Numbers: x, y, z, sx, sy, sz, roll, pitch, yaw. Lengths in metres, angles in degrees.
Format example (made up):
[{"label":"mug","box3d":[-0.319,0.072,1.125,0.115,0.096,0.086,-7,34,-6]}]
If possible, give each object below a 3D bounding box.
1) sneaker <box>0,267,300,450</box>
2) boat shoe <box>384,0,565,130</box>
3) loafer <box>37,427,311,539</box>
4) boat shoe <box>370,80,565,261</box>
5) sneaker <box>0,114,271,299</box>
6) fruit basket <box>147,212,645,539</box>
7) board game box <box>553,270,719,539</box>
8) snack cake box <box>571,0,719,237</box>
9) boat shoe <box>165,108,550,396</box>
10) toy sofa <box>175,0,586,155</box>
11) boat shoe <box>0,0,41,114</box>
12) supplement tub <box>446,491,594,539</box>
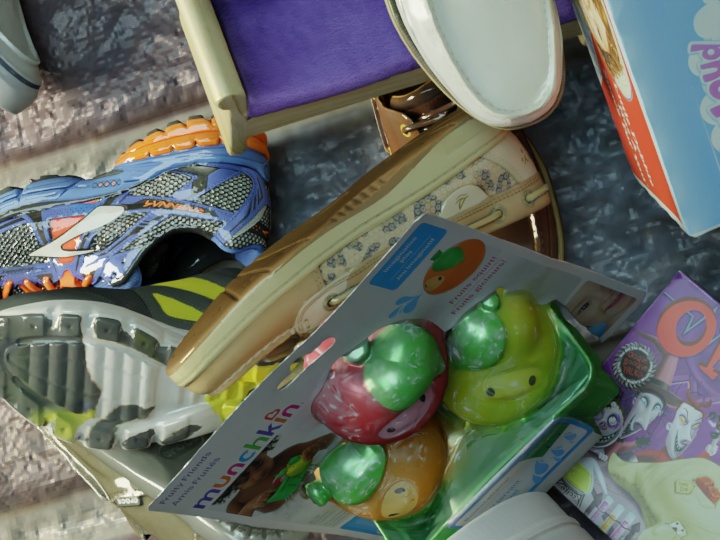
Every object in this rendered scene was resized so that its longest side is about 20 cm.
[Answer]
[{"label":"sneaker","box3d":[-0.089,0.039,1.298,0.199,0.085,0.075,8,119,-14]},{"label":"boat shoe","box3d":[0.041,-0.157,1.178,0.074,0.068,0.201,-22,95,-8]},{"label":"loafer","box3d":[-0.105,0.100,1.322,0.200,0.075,0.070,39,136,35]},{"label":"boat shoe","box3d":[0.039,-0.073,1.310,0.072,0.068,0.201,-25,73,13]},{"label":"sneaker","box3d":[-0.133,-0.008,1.350,0.199,0.075,0.079,-25,64,15]},{"label":"fruit basket","box3d":[0.024,0.061,1.201,0.185,0.200,0.094,-46,65,17]},{"label":"board game box","box3d":[0.187,0.109,1.246,0.200,0.032,0.120,41,93,21]},{"label":"snack cake box","box3d":[0.129,-0.128,1.168,0.067,0.115,0.201,-22,106,-2]},{"label":"boat shoe","box3d":[0.000,0.000,1.233,0.200,0.073,0.063,-38,99,-9]},{"label":"toy sofa","box3d":[0.015,-0.133,1.241,0.199,0.098,0.083,-17,69,-9]},{"label":"boat shoe","box3d":[-0.214,-0.176,1.412,0.067,0.074,0.200,-39,70,11]},{"label":"supplement tub","box3d":[0.102,0.214,1.202,0.132,0.132,0.200,-45,69,6]}]
